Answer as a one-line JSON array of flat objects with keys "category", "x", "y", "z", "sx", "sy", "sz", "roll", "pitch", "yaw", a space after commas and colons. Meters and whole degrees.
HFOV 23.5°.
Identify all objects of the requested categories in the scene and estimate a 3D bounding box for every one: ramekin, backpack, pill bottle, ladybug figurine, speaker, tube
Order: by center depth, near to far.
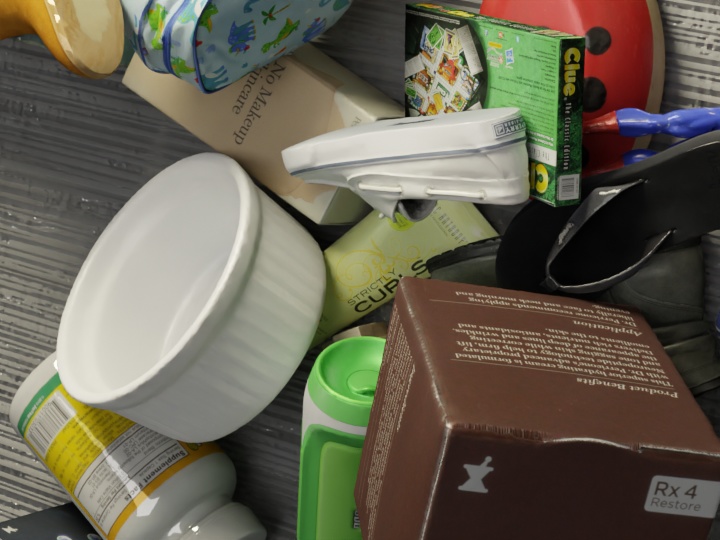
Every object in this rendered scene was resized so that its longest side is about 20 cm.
[{"category": "ladybug figurine", "x": 0.133, "y": -0.135, "z": 1.160, "sx": 0.135, "sy": 0.072, "sz": 0.201, "roll": -1, "pitch": 93, "yaw": 27}, {"category": "backpack", "x": -0.077, "y": -0.212, "z": 1.164, "sx": 0.199, "sy": 0.163, "sz": 0.154, "roll": -17, "pitch": 69, "yaw": -12}, {"category": "speaker", "x": 0.000, "y": 0.146, "z": 1.203, "sx": 0.088, "sy": 0.088, "sz": 0.200, "roll": 23, "pitch": 130, "yaw": 25}, {"category": "ramekin", "x": -0.117, "y": 0.025, "z": 1.235, "sx": 0.200, "sy": 0.098, "sz": 0.201, "roll": -32, "pitch": 40, "yaw": 31}, {"category": "tube", "x": 0.000, "y": 0.000, "z": 1.252, "sx": 0.200, "sy": 0.058, "sz": 0.052, "roll": -34, "pitch": 55, "yaw": 23}, {"category": "pill bottle", "x": -0.166, "y": 0.151, "z": 1.314, "sx": 0.200, "sy": 0.113, "sz": 0.113, "roll": 47, "pitch": 112, "yaw": 18}]

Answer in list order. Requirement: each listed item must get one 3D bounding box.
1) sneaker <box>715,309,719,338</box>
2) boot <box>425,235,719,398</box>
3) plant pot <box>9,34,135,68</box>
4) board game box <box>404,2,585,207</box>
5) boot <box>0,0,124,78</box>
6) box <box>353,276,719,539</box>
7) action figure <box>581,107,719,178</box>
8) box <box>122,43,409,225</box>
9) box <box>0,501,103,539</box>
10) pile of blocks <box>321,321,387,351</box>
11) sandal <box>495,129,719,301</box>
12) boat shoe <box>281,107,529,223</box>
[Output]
[{"category": "sneaker", "x": 0.312, "y": 0.048, "z": 1.054, "sx": 0.199, "sy": 0.115, "sz": 0.081, "roll": 24, "pitch": 103, "yaw": 24}, {"category": "boot", "x": 0.143, "y": 0.036, "z": 1.166, "sx": 0.199, "sy": 0.068, "sz": 0.131, "roll": -6, "pitch": 91, "yaw": 22}, {"category": "plant pot", "x": -0.239, "y": -0.274, "z": 1.287, "sx": 0.195, "sy": 0.196, "sz": 0.201, "roll": 19, "pitch": 96, "yaw": 25}, {"category": "board game box", "x": 0.083, "y": -0.113, "z": 1.128, "sx": 0.200, "sy": 0.023, "sz": 0.105, "roll": 29, "pitch": 121, "yaw": 60}, {"category": "boot", "x": -0.237, "y": -0.166, "z": 1.133, "sx": 0.144, "sy": 0.071, "sz": 0.202, "roll": -37, "pitch": 56, "yaw": 23}, {"category": "box", "x": 0.097, "y": 0.124, "z": 1.033, "sx": 0.165, "sy": 0.200, "sz": 0.165, "roll": 8, "pitch": 113, "yaw": -10}, {"category": "action figure", "x": 0.227, "y": -0.073, "z": 1.079, "sx": 0.199, "sy": 0.099, "sz": 0.065, "roll": -14, "pitch": 122, "yaw": 2}, {"category": "box", "x": -0.065, "y": -0.123, "z": 1.262, "sx": 0.200, "sy": 0.078, "sz": 0.095, "roll": 35, "pitch": 107, "yaw": 22}, {"category": "box", "x": -0.226, "y": 0.267, "z": 1.304, "sx": 0.148, "sy": 0.200, "sz": 0.107, "roll": 27, "pitch": 104, "yaw": 23}, {"category": "pile of blocks", "x": 0.051, "y": 0.094, "z": 1.225, "sx": 0.200, "sy": 0.062, "sz": 0.082, "roll": 17, "pitch": 101, "yaw": 26}, {"category": "sandal", "x": 0.160, "y": -0.027, "z": 1.076, "sx": 0.200, "sy": 0.043, "sz": 0.076, "roll": -31, "pitch": 107, "yaw": 34}, {"category": "boat shoe", "x": 0.025, "y": -0.063, "z": 1.118, "sx": 0.200, "sy": 0.073, "sz": 0.066, "roll": 0, "pitch": 105, "yaw": 49}]
